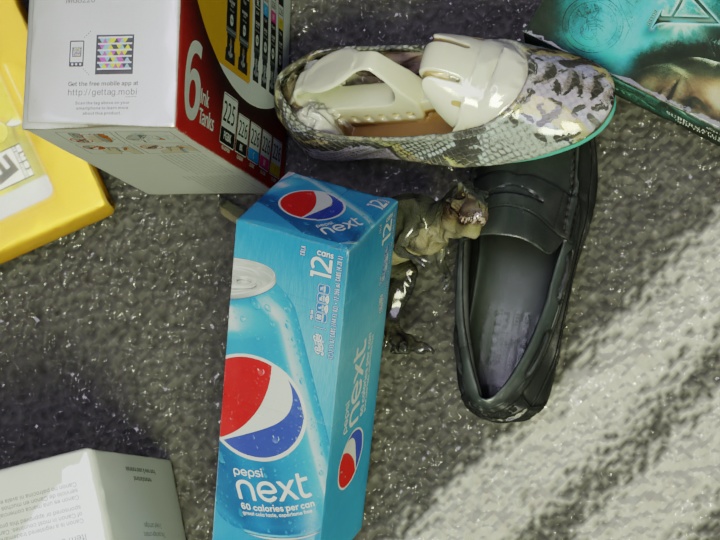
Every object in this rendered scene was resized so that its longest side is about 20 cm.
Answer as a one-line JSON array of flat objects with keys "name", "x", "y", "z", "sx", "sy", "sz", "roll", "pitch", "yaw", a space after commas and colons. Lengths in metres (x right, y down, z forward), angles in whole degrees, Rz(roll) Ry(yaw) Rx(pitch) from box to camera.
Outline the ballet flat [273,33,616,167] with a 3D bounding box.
[{"name": "ballet flat", "x": 0.034, "y": -0.092, "z": 1.241, "sx": 0.199, "sy": 0.072, "sz": 0.073, "roll": -1, "pitch": 82, "yaw": 35}]

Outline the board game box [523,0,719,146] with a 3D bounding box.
[{"name": "board game box", "x": 0.192, "y": -0.174, "z": 1.255, "sx": 0.135, "sy": 0.028, "sz": 0.201, "roll": 27, "pitch": 78, "yaw": 14}]

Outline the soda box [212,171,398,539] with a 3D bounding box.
[{"name": "soda box", "x": -0.030, "y": 0.057, "z": 1.222, "sx": 0.064, "sy": 0.068, "sz": 0.201, "roll": 15, "pitch": 119, "yaw": 18}]

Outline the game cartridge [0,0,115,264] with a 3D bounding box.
[{"name": "game cartridge", "x": -0.261, "y": -0.072, "z": 1.322, "sx": 0.199, "sy": 0.032, "sz": 0.177, "roll": -25, "pitch": 97, "yaw": 0}]

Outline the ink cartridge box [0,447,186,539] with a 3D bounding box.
[{"name": "ink cartridge box", "x": -0.164, "y": 0.208, "z": 1.243, "sx": 0.144, "sy": 0.145, "sz": 0.201, "roll": -13, "pitch": 80, "yaw": 10}]

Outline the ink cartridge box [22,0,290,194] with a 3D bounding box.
[{"name": "ink cartridge box", "x": -0.101, "y": -0.141, "z": 1.244, "sx": 0.083, "sy": 0.200, "sz": 0.177, "roll": 0, "pitch": 83, "yaw": 13}]

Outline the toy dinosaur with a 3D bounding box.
[{"name": "toy dinosaur", "x": 0.000, "y": 0.000, "z": 1.264, "sx": 0.199, "sy": 0.047, "sz": 0.089, "roll": -3, "pitch": 84, "yaw": 42}]

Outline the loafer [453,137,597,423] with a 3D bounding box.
[{"name": "loafer", "x": 0.086, "y": -0.020, "z": 1.255, "sx": 0.068, "sy": 0.070, "sz": 0.202, "roll": 6, "pitch": 84, "yaw": 13}]
